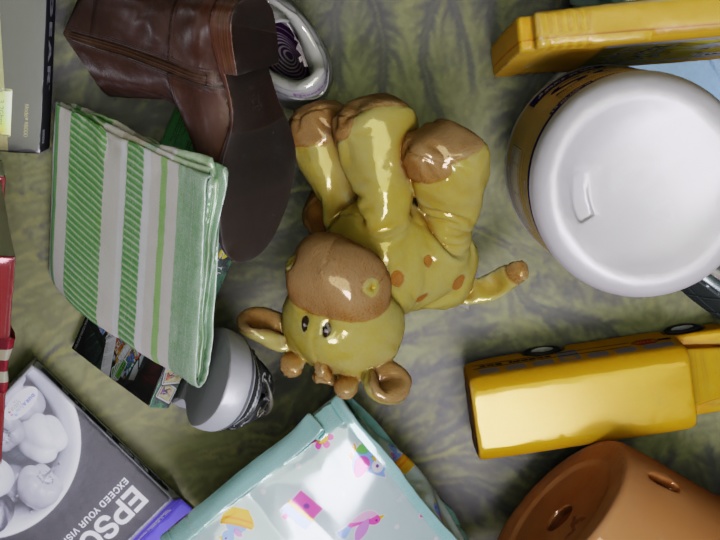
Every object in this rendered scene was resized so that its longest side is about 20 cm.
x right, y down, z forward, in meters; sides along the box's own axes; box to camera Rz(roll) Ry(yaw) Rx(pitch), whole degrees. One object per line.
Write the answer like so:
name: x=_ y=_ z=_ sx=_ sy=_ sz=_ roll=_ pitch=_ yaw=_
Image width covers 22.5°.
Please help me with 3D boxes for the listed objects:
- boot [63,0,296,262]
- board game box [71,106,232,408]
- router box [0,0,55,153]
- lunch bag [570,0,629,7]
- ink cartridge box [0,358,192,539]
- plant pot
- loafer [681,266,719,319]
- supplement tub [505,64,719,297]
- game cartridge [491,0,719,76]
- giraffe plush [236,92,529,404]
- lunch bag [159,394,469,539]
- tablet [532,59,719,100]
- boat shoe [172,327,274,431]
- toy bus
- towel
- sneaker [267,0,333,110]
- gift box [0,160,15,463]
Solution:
boot: x=-0.133 y=-0.113 z=1.253 sx=0.064 sy=0.200 sz=0.187 roll=-10 pitch=108 yaw=-42
board game box: x=-0.134 y=-0.013 z=1.293 sx=0.023 sy=0.105 sz=0.200 roll=18 pitch=99 yaw=-44
router box: x=-0.297 y=-0.187 z=1.283 sx=0.157 sy=0.052 sz=0.201 roll=3 pitch=97 yaw=-3
lunch bag: x=0.231 y=-0.280 z=1.253 sx=0.199 sy=0.122 sz=0.171 roll=-17 pitch=95 yaw=-11
ink cartridge box: x=-0.238 y=0.203 z=1.341 sx=0.200 sy=0.043 sz=0.198 roll=44 pitch=93 yaw=-8
plant pot: x=0.185 y=0.214 z=1.273 sx=0.140 sy=0.200 sz=0.200 roll=43 pitch=94 yaw=-13
loafer: x=0.303 y=0.022 z=1.325 sx=0.200 sy=0.072 sz=0.063 roll=35 pitch=83 yaw=-20
supplement tub: x=0.175 y=-0.066 z=1.229 sx=0.145 sy=0.200 sz=0.146 roll=0 pitch=98 yaw=-3
game cartridge: x=0.196 y=-0.159 z=1.230 sx=0.199 sy=0.176 sz=0.033 roll=-7 pitch=90 yaw=-2
giraffe plush: x=0.000 y=0.000 z=1.241 sx=0.162 sy=0.172 sz=0.200 roll=-49 pitch=124 yaw=-33
lunch bag: x=-0.027 y=0.192 z=1.283 sx=0.170 sy=0.122 sz=0.200 roll=-37 pitch=125 yaw=3
tablet: x=0.236 y=-0.098 z=1.335 sx=0.200 sy=0.014 sz=0.130 roll=43 pitch=94 yaw=-7
boat shoe: x=-0.088 y=0.078 z=1.256 sx=0.056 sy=0.200 sz=0.069 roll=19 pitch=87 yaw=-13
toy bus: x=0.178 y=0.087 z=1.324 sx=0.199 sy=0.078 sz=0.065 roll=-8 pitch=98 yaw=-1
towel: x=-0.157 y=-0.025 z=1.242 sx=0.023 sy=0.200 sz=0.153 roll=-8 pitch=112 yaw=-38
sneaker: x=-0.087 y=-0.199 z=1.266 sx=0.075 sy=0.100 sz=0.200 roll=-44 pitch=96 yaw=0
gift box: x=-0.335 y=0.013 z=1.224 sx=0.199 sy=0.187 sz=0.185 roll=7 pitch=113 yaw=-17
